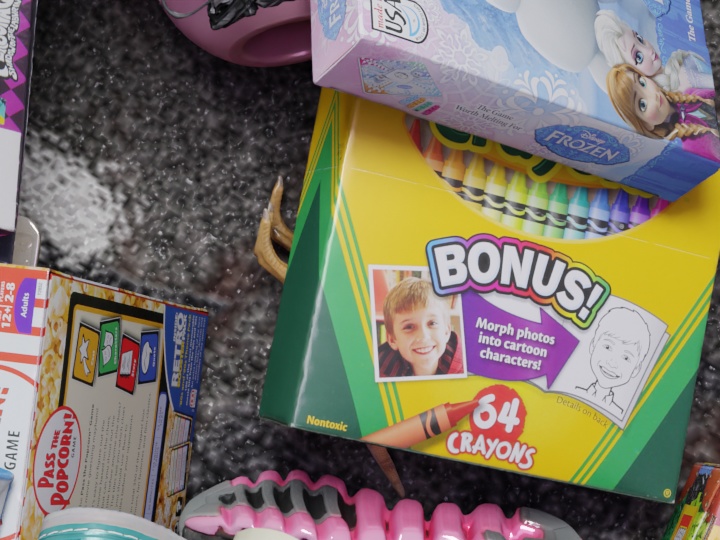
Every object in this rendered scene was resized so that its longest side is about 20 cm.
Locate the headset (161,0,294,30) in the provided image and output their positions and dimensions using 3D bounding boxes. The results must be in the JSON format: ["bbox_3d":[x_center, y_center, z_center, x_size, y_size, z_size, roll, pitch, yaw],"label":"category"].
[{"bbox_3d":[-0.082,-0.201,0.805,0.123,0.094,0.202,-22,97,-34],"label":"headset"}]

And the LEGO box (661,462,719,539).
[{"bbox_3d":[0.226,0.201,0.915,0.199,0.077,0.150,26,85,0],"label":"LEGO box"}]

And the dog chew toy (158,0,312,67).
[{"bbox_3d":[-0.051,-0.203,0.921,0.123,0.125,0.202,-12,78,-3],"label":"dog chew toy"}]

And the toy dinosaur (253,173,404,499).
[{"bbox_3d":[0.000,0.000,0.933,0.105,0.060,0.202,16,86,-2],"label":"toy dinosaur"}]

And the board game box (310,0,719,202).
[{"bbox_3d":[0.068,-0.149,0.873,0.198,0.043,0.202,14,57,-29],"label":"board game box"}]

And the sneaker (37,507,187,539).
[{"bbox_3d":[-0.078,0.180,0.784,0.071,0.201,0.080,-10,41,22],"label":"sneaker"}]

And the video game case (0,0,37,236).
[{"bbox_3d":[-0.218,-0.094,0.868,0.036,0.199,0.183,14,74,-45],"label":"video game case"}]

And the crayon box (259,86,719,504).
[{"bbox_3d":[0.067,0.005,0.907,0.198,0.058,0.174,13,86,-20],"label":"crayon box"}]

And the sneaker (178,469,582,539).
[{"bbox_3d":[0.007,0.155,0.922,0.198,0.079,0.096,10,106,3],"label":"sneaker"}]

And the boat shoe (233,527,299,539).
[{"bbox_3d":[0.004,0.201,0.885,0.201,0.073,0.063,44,51,-25],"label":"boat shoe"}]

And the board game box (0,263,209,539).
[{"bbox_3d":[-0.126,0.082,0.851,0.046,0.200,0.153,5,85,14],"label":"board game box"}]

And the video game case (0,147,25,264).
[{"bbox_3d":[-0.202,0.044,0.876,0.019,0.142,0.202,8,86,-35],"label":"video game case"}]

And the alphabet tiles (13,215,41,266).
[{"bbox_3d":[-0.261,0.020,0.946,0.194,0.015,0.202,9,86,-1],"label":"alphabet tiles"}]

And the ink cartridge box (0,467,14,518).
[{"bbox_3d":[-0.248,0.102,0.745,0.198,0.068,0.116,17,88,18],"label":"ink cartridge box"}]
